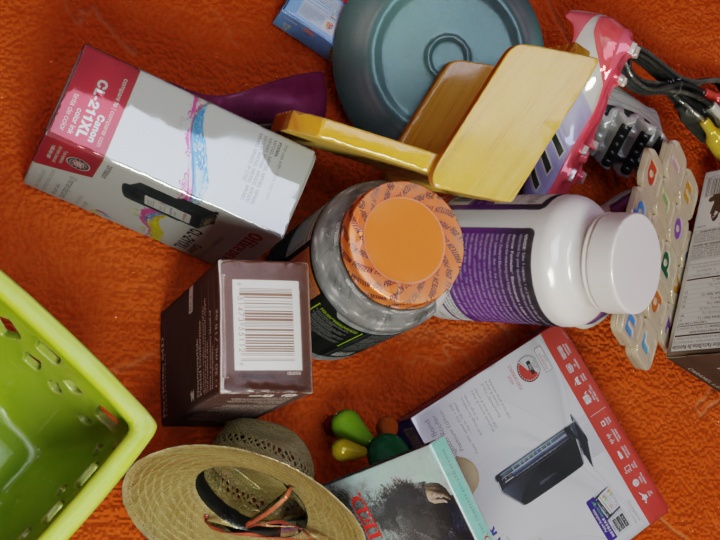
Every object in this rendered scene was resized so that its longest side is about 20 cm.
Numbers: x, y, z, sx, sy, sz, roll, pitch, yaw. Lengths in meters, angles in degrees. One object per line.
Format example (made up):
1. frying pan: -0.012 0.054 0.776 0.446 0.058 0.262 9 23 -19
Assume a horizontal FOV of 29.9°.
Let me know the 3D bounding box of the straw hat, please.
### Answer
1. straw hat: -0.081 0.166 1.061 0.201 0.201 0.085 28 47 -13

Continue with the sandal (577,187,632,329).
1. sandal: 0.238 -0.025 1.260 0.083 0.050 0.203 49 49 -7

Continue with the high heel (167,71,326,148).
1. high heel: -0.123 -0.154 1.164 0.199 0.067 0.097 18 76 -31

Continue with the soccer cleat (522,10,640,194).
1. soccer cleat: 0.184 -0.138 1.230 0.076 0.067 0.201 27 98 17

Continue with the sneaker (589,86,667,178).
1. sneaker: 0.204 -0.162 1.301 0.199 0.075 0.081 28 39 -5

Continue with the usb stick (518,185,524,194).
1. usb stick: 0.151 -0.052 1.266 0.055 0.033 0.200 -31 90 -18

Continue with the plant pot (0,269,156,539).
1. plant pot: -0.294 0.127 0.963 0.199 0.181 0.200 45 65 -7

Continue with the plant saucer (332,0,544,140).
1. plant saucer: 0.075 -0.191 1.216 0.199 0.036 0.201 -1 95 -9

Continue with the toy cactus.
1. toy cactus: 0.044 0.186 1.092 0.102 0.165 0.200 -25 78 -25

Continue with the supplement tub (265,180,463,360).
1. supplement tub: 0.000 0.000 1.100 0.122 0.200 0.123 5 77 -21

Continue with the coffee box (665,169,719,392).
1. coffee box: 0.375 0.012 1.298 0.114 0.080 0.201 29 67 -31

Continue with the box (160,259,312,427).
1. box: -0.101 0.061 1.046 0.075 0.200 0.101 2 76 -19

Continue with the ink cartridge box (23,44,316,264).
1. ink cartridge box: -0.156 -0.083 1.089 0.199 0.146 0.083 24 71 -14

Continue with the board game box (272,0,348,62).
1. board game box: 0.029 -0.272 1.269 0.151 0.037 0.200 32 69 -11

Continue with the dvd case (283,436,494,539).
1. dvd case: 0.028 0.222 1.060 0.022 0.200 0.146 -23 86 -43

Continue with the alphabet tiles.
1. alphabet tiles: 0.275 -0.015 1.253 0.196 0.015 0.201 48 57 -51

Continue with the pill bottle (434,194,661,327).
1. pill bottle: 0.148 -0.009 1.149 0.111 0.199 0.112 -3 94 -49

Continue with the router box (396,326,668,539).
1. router box: 0.152 0.176 1.200 0.179 0.049 0.200 -30 89 -25

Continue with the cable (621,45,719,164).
1. cable: 0.329 -0.178 1.333 0.200 0.050 0.097 35 61 -34

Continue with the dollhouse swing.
1. dollhouse swing: 0.050 -0.145 1.097 0.175 0.200 0.182 32 90 -11
